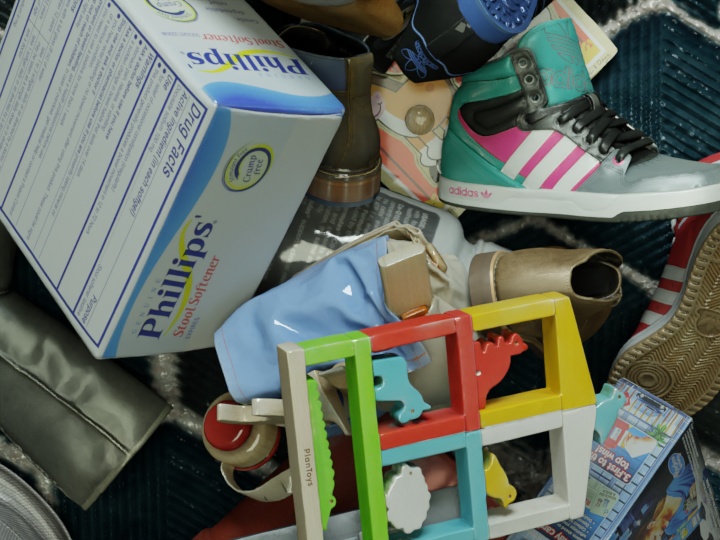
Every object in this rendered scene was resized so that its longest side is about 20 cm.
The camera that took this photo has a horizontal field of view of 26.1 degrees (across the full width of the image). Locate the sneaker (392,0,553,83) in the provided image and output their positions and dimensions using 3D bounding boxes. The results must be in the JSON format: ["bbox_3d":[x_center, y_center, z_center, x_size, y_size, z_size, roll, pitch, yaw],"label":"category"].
[{"bbox_3d":[0.080,-0.178,0.970,0.078,0.200,0.070,-29,100,35],"label":"sneaker"}]

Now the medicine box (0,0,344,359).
[{"bbox_3d":[-0.132,-0.081,0.931,0.200,0.103,0.183,49,125,31],"label":"medicine box"}]

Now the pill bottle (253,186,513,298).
[{"bbox_3d":[0.000,0.000,1.022,0.199,0.113,0.114,20,96,1],"label":"pill bottle"}]

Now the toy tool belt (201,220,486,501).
[{"bbox_3d":[-0.029,0.049,0.910,0.199,0.123,0.125,-30,64,14],"label":"toy tool belt"}]

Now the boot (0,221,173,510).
[{"bbox_3d":[-0.212,0.040,1.057,0.200,0.073,0.182,38,110,5],"label":"boot"}]

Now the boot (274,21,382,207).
[{"bbox_3d":[-0.052,-0.128,0.984,0.200,0.074,0.097,36,135,36],"label":"boot"}]

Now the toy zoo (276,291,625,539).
[{"bbox_3d":[0.056,0.087,0.862,0.199,0.020,0.132,-11,103,-19],"label":"toy zoo"}]

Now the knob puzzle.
[{"bbox_3d":[0.044,-0.156,1.046,0.218,0.030,0.221,0,96,3],"label":"knob puzzle"}]

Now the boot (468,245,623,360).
[{"bbox_3d":[0.137,0.016,0.973,0.075,0.200,0.074,-11,85,24],"label":"boot"}]

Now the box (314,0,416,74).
[{"bbox_3d":[0.007,-0.258,0.993,0.164,0.086,0.200,41,96,12],"label":"box"}]

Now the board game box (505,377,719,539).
[{"bbox_3d":[0.145,0.207,0.992,0.200,0.062,0.201,-43,136,-17],"label":"board game box"}]

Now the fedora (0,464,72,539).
[{"bbox_3d":[-0.282,0.232,1.068,0.176,0.090,0.201,-28,94,5],"label":"fedora"}]

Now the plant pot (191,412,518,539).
[{"bbox_3d":[-0.004,0.193,1.010,0.201,0.201,0.195,43,88,-2],"label":"plant pot"}]

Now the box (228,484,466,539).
[{"bbox_3d":[0.006,0.238,0.886,0.157,0.051,0.201,-14,77,-4],"label":"box"}]

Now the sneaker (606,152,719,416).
[{"bbox_3d":[0.222,0.010,1.043,0.071,0.113,0.201,21,127,-7],"label":"sneaker"}]

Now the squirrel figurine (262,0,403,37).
[{"bbox_3d":[-0.038,-0.254,0.892,0.199,0.142,0.188,12,84,11],"label":"squirrel figurine"}]

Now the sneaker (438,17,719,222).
[{"bbox_3d":[0.140,-0.097,0.977,0.199,0.083,0.122,6,103,30],"label":"sneaker"}]
